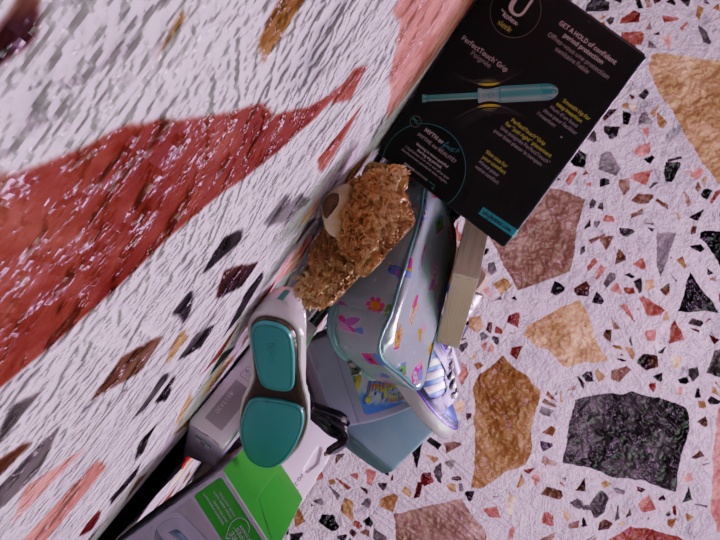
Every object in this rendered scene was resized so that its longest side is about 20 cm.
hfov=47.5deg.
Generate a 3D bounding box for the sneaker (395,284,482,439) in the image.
[{"bbox_3d":[0.104,0.095,0.993,0.146,0.201,0.081,-36,-161,4],"label":"sneaker"}]

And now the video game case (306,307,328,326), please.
[{"bbox_3d":[-0.055,0.044,1.101,0.201,0.022,0.183,-52,176,-21],"label":"video game case"}]

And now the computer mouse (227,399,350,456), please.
[{"bbox_3d":[-0.094,0.199,1.044,0.200,0.139,0.046,-46,-161,45],"label":"computer mouse"}]

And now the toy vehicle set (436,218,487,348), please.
[{"bbox_3d":[0.124,-0.032,0.911,0.125,0.026,0.202,96,10,-53],"label":"toy vehicle set"}]

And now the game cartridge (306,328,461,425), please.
[{"bbox_3d":[0.029,0.118,1.051,0.197,0.135,0.040,-21,-164,-11],"label":"game cartridge"}]

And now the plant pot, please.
[{"bbox_3d":[0.004,0.176,1.139,0.141,0.201,0.141,-39,172,-15],"label":"plant pot"}]

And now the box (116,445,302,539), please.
[{"bbox_3d":[-0.163,0.271,0.834,0.175,0.097,0.200,-35,177,2],"label":"box"}]

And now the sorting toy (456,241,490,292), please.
[{"bbox_3d":[0.082,0.027,1.231,0.069,0.199,0.201,11,119,-53],"label":"sorting toy"}]

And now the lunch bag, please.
[{"bbox_3d":[0.038,0.020,0.854,0.161,0.076,0.203,50,53,-60],"label":"lunch bag"}]

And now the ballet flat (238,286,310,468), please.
[{"bbox_3d":[-0.073,0.098,0.753,0.070,0.069,0.202,-50,155,-47],"label":"ballet flat"}]

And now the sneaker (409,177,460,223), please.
[{"bbox_3d":[0.087,-0.069,0.969,0.081,0.074,0.203,-43,146,-57],"label":"sneaker"}]

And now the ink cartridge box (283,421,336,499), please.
[{"bbox_3d":[-0.125,0.275,1.285,0.146,0.084,0.199,-57,-162,-19],"label":"ink cartridge box"}]

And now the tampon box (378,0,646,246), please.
[{"bbox_3d":[0.139,-0.152,0.763,0.201,0.149,0.126,-55,176,16],"label":"tampon box"}]

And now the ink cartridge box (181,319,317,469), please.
[{"bbox_3d":[-0.127,0.144,0.895,0.161,0.050,0.201,-52,174,-29],"label":"ink cartridge box"}]

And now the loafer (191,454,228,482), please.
[{"bbox_3d":[-0.164,0.249,1.181,0.201,0.071,0.073,-55,176,16],"label":"loafer"}]

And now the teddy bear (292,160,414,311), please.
[{"bbox_3d":[-0.010,-0.035,0.707,0.145,0.067,0.200,-49,-176,6],"label":"teddy bear"}]
